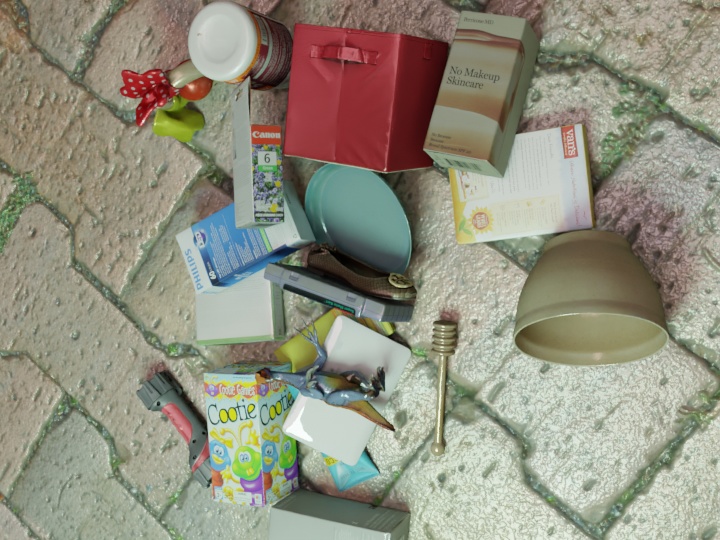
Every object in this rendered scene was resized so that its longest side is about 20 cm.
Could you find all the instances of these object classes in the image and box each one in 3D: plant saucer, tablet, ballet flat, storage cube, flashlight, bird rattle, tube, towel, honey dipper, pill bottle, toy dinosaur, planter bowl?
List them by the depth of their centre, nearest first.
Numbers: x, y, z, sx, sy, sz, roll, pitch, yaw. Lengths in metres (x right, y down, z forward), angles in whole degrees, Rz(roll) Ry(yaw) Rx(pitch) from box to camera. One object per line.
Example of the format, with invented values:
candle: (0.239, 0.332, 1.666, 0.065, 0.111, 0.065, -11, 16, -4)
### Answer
planter bowl: (0.301, 0.031, 1.236, 0.197, 0.200, 0.137, -5, 64, 22)
storage cube: (0.011, -0.243, 1.323, 0.169, 0.199, 0.183, 12, 102, 24)
toy dinosaur: (-0.059, 0.178, 1.369, 0.179, 0.105, 0.203, -8, 109, 15)
ballet flat: (0.000, 0.000, 1.374, 0.198, 0.067, 0.047, 20, 104, 37)
pill bottle: (-0.159, -0.325, 1.382, 0.108, 0.200, 0.112, 1, 94, 22)
plant saucer: (0.001, -0.070, 1.388, 0.198, 0.027, 0.203, 23, 129, 31)
honey dipper: (0.118, 0.176, 1.391, 0.037, 0.038, 0.204, 7, 99, 22)
tablet: (-0.021, 0.183, 1.419, 0.129, 0.014, 0.202, 26, 95, -7)
bird rattle: (-0.285, -0.290, 1.451, 0.162, 0.200, 0.114, -32, 81, -3)
tube: (-0.049, 0.245, 1.455, 0.077, 0.050, 0.202, -26, 97, 27)
towel: (-0.042, 0.110, 1.463, 0.199, 0.018, 0.087, -36, 76, 21)
flashlight: (-0.294, 0.263, 1.549, 0.068, 0.068, 0.200, -46, 78, 13)

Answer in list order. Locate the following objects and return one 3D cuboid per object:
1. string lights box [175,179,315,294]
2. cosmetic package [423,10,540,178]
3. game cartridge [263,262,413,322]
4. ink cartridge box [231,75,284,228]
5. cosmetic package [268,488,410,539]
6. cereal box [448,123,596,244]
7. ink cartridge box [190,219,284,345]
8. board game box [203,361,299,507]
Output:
string lights box: (-0.179, -0.050, 1.442, 0.198, 0.059, 0.104, -26, 79, 20)
cosmetic package: (0.167, -0.241, 1.289, 0.102, 0.087, 0.203, 12, 84, 25)
game cartridge: (-0.032, 0.034, 1.376, 0.198, 0.129, 0.039, 19, 99, 23)
ink cartridge box: (-0.148, -0.164, 1.339, 0.050, 0.109, 0.204, -1, 88, -21)
cosmetic package: (-0.034, 0.403, 1.430, 0.197, 0.107, 0.092, 9, 97, 20)
cereal box: (0.226, -0.119, 1.323, 0.197, 0.039, 0.146, -6, 90, 22)
ink cartridge box: (-0.199, 0.016, 1.505, 0.143, 0.048, 0.204, -6, 84, 22)
board game box: (-0.170, 0.252, 1.468, 0.103, 0.103, 0.204, -2, 94, 29)
